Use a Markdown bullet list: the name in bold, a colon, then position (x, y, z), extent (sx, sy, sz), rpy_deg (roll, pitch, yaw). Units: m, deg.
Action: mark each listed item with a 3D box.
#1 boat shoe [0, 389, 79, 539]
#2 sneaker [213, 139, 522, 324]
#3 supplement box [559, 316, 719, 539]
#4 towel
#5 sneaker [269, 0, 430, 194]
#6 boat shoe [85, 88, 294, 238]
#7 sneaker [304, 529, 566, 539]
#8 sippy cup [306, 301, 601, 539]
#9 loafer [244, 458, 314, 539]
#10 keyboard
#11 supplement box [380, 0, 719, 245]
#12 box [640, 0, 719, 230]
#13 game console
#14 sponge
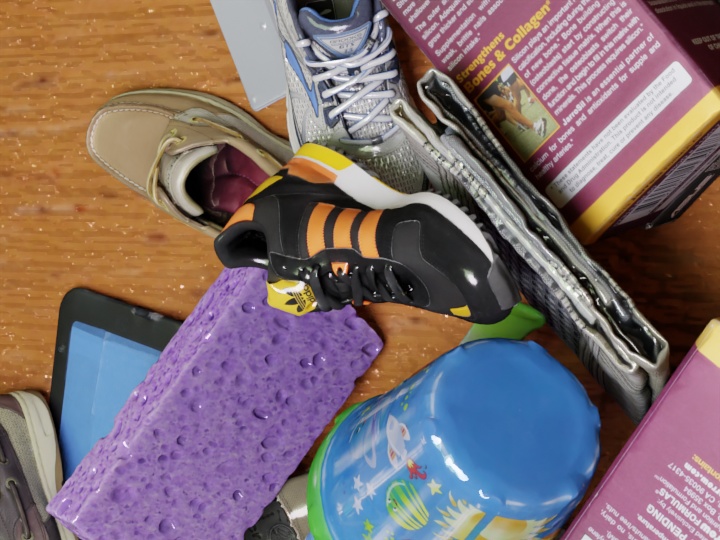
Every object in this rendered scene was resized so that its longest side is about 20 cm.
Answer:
- **boat shoe**: position (-0.216, 0.166, 1.423), extent (0.073, 0.065, 0.200), rpy_deg (-58, 41, 45)
- **sneaker**: position (0.000, 0.000, 1.181), extent (0.200, 0.090, 0.070), rpy_deg (29, 154, 51)
- **supplement box**: position (0.190, 0.121, 1.162), extent (0.103, 0.131, 0.200), rpy_deg (40, 117, 20)
- **towel**: position (0.090, -0.004, 1.178), extent (0.035, 0.200, 0.193), rpy_deg (-37, 75, -3)
- **sneaker**: position (-0.012, -0.117, 1.264), extent (0.077, 0.085, 0.200), rpy_deg (-19, 87, -4)
- **boat shoe**: position (-0.088, -0.059, 1.345), extent (0.200, 0.066, 0.074), rpy_deg (19, 107, 28)
- **sneaker**: position (0.056, 0.178, 1.274), extent (0.200, 0.076, 0.105), rpy_deg (34, 129, -2)
- **sippy cup**: position (0.056, 0.102, 1.168), extent (0.130, 0.140, 0.178), rpy_deg (-53, 52, 56)
- **loafer**: position (-0.012, 0.145, 1.327), extent (0.200, 0.070, 0.075), rpy_deg (-31, 81, 32)
- **keyboard**: position (-0.079, -0.196, 1.355), extent (0.056, 0.011, 0.200), rpy_deg (-25, 83, 37)
- **supplement box**: position (0.103, -0.127, 1.153), extent (0.110, 0.086, 0.200), rpy_deg (-46, 75, 30)
- **box**: position (0.157, -0.157, 1.191), extent (0.193, 0.048, 0.200), rpy_deg (51, 119, 17)
- **game console**: position (-0.151, 0.131, 1.389), extent (0.116, 0.176, 0.200), rpy_deg (8, 103, 2)
- **sponge**: position (-0.078, 0.085, 1.282), extent (0.030, 0.112, 0.200), rpy_deg (21, 70, 48)
